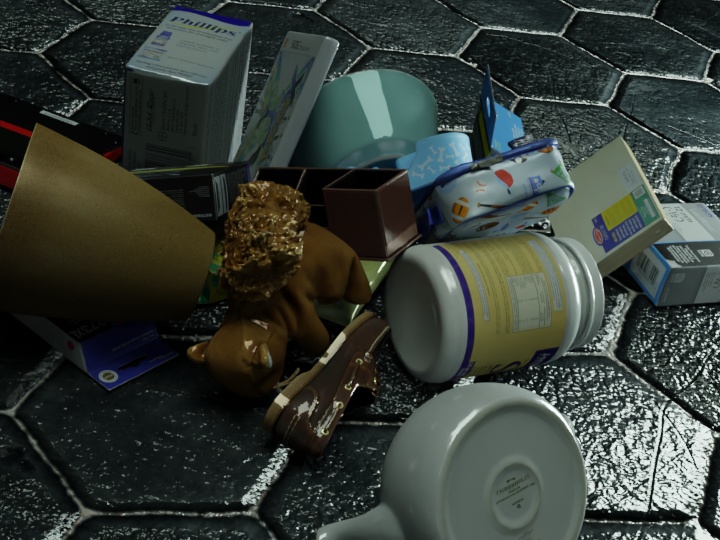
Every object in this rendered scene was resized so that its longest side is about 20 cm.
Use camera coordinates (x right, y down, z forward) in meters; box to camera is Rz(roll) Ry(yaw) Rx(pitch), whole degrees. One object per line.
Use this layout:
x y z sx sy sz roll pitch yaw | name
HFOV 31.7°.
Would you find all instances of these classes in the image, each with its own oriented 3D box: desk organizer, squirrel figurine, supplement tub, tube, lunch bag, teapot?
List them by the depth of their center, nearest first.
0.092 0.187 1.111 0.200 0.198 0.146 28 -16 -29 | teapot
-0.100 0.020 1.251 0.141 0.200 0.187 10 45 26 | squirrel figurine
0.142 0.036 1.348 0.200 0.146 0.145 -7 38 -26 | supplement tub
-0.042 -0.062 1.349 0.200 0.077 0.072 4 25 33 | desk organizer
0.133 -0.075 1.370 0.160 0.200 0.076 -18 79 -13 | lunch bag
0.000 0.000 1.446 0.052 0.058 0.200 56 42 -12 | tube

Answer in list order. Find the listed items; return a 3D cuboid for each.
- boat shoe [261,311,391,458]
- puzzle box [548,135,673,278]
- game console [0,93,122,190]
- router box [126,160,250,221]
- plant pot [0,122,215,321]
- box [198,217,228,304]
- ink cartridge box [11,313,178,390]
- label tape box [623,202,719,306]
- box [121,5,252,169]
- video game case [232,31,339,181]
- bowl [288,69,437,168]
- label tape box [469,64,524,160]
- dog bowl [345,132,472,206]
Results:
-0.017 0.115 1.255 0.070 0.070 0.200 28 43 15 | boat shoe
0.303 -0.074 1.589 0.025 0.133 0.200 44 21 -30 | puzzle box
-0.413 -0.154 1.566 0.200 0.031 0.177 21 30 12 | game console
-0.234 -0.083 1.392 0.200 0.052 0.157 -3 10 10 | router box
-0.251 -0.024 1.247 0.200 0.187 0.187 18 32 -14 | plant pot
-0.142 -0.027 1.442 0.200 0.048 0.117 -20 45 -36 | box
-0.287 0.044 1.304 0.200 0.037 0.095 34 40 26 | ink cartridge box
0.430 -0.024 1.599 0.200 0.066 0.143 -4 36 -20 | label tape box
-0.211 -0.195 1.544 0.105 0.184 0.200 13 33 5 | box
-0.096 -0.187 1.511 0.022 0.200 0.182 21 5 -20 | video game case
0.013 -0.133 1.534 0.200 0.201 0.105 -4 52 -22 | bowl
0.166 -0.127 1.545 0.063 0.200 0.144 9 34 -5 | label tape box
0.038 -0.092 1.436 0.200 0.111 0.050 -20 75 -1 | dog bowl
